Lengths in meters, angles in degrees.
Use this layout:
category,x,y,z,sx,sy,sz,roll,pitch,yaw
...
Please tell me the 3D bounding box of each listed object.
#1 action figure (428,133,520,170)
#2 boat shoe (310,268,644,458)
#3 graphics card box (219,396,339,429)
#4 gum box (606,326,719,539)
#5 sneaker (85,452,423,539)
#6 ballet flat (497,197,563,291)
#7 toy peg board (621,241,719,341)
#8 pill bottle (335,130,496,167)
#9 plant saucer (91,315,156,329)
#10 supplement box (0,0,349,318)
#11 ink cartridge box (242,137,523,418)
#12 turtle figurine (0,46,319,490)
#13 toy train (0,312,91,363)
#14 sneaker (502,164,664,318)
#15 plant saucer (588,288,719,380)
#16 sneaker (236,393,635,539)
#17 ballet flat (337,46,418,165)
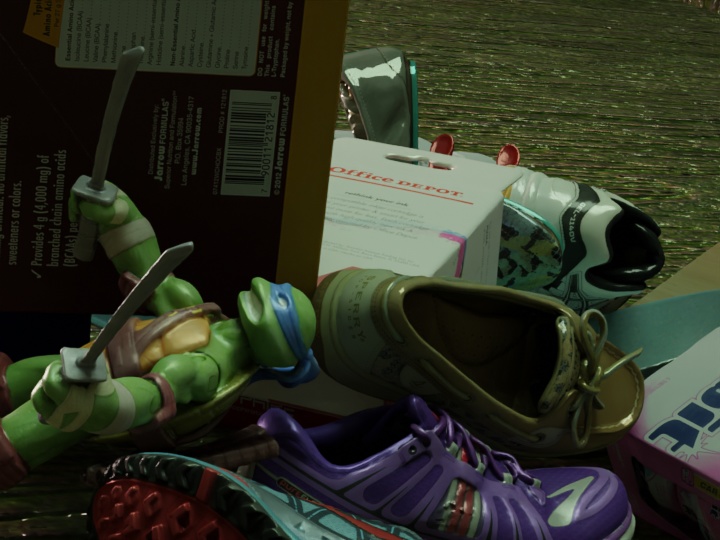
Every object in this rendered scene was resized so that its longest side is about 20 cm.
category,x,y,z,sx,sy,sz,roll,pitch,yaw
action figure,0.088,-0.013,1.574,0.065,0.052,0.200,6,-31,18
boat shoe,0.068,0.044,1.214,0.200,0.073,0.063,14,-16,-38
graphics card box,-0.017,0.039,1.410,0.125,0.051,0.200,12,20,21
gum box,0.226,0.069,1.306,0.200,0.066,0.113,-34,33,-21
sneaker,-0.017,0.132,1.041,0.200,0.079,0.096,24,7,19
ballet flat,0.016,-0.018,1.437,0.200,0.074,0.074,17,14,35
toy peg board,0.289,0.061,1.573,0.200,0.098,0.199,18,30,30
pill bottle,-0.007,-0.031,1.623,0.200,0.113,0.113,1,16,-35
plant saucer,-0.161,-0.014,1.393,0.019,0.070,0.200,3,-17,45
supplement box,-0.119,-0.093,1.191,0.200,0.197,0.133,2,24,-11
ink cartridge box,0.000,0.000,1.330,0.116,0.068,0.200,13,27,20
turtle figurine,-0.130,0.020,1.082,0.200,0.194,0.144,50,14,-58
toy train,-0.242,0.030,1.262,0.200,0.085,0.116,0,7,-39
sneaker,0.139,-0.003,1.509,0.088,0.076,0.200,12,-5,24
plant saucer,0.143,0.057,1.431,0.201,0.039,0.201,-17,6,2
sneaker,0.040,0.098,1.179,0.200,0.083,0.081,5,14,-27
ballet flat,0.011,-0.033,1.536,0.064,0.200,0.067,-6,-12,-8
